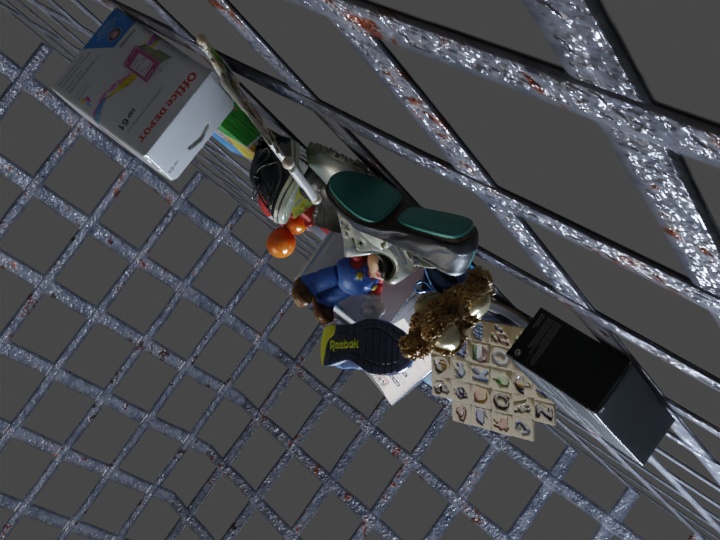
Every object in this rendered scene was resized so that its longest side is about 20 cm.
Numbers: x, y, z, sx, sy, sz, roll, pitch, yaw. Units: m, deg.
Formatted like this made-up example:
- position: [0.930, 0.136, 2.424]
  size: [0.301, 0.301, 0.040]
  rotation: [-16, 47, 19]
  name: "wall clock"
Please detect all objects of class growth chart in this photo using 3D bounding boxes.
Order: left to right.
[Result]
- position: [-0.113, -0.167, 1.122]
  size: [0.201, 0.018, 0.145]
  rotation: [55, -178, 12]
  name: "growth chart"

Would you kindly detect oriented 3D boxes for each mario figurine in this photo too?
- position: [0.005, 0.010, 1.320]
  size: [0.107, 0.199, 0.123]
  rotation: [63, -156, 9]
  name: "mario figurine"

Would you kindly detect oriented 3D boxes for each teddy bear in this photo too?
- position: [0.101, 0.052, 1.175]
  size: [0.067, 0.145, 0.200]
  rotation: [38, -169, -1]
  name: "teddy bear"

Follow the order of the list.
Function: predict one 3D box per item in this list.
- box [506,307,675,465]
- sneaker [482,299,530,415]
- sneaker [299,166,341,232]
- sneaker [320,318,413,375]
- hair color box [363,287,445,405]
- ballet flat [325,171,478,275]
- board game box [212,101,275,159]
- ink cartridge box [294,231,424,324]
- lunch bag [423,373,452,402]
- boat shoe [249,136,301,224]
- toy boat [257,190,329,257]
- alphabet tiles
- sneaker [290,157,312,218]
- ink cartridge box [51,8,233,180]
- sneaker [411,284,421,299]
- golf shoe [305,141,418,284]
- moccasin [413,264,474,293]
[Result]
- position: [0.286, 0.145, 1.207]
  size: [0.141, 0.079, 0.200]
  rotation: [37, 177, 41]
  name: "box"
- position: [0.218, 0.129, 1.382]
  size: [0.199, 0.109, 0.070]
  rotation: [38, 175, -15]
  name: "sneaker"
- position: [-0.016, -0.083, 1.275]
  size: [0.090, 0.076, 0.200]
  rotation: [29, 176, 16]
  name: "sneaker"
- position: [0.023, 0.106, 1.346]
  size: [0.082, 0.075, 0.199]
  rotation: [12, 175, -32]
  name: "sneaker"
- position: [0.084, 0.107, 1.482]
  size: [0.100, 0.200, 0.060]
  rotation: [50, -138, 9]
  name: "hair color box"
- position: [0.041, -0.045, 1.056]
  size: [0.199, 0.073, 0.073]
  rotation: [25, 170, 34]
  name: "ballet flat"
- position: [-0.208, -0.227, 1.462]
  size: [0.153, 0.040, 0.200]
  rotation: [39, 175, -26]
  name: "board game box"
- position: [0.000, 0.000, 1.509]
  size: [0.146, 0.147, 0.200]
  rotation: [36, 175, -5]
  name: "ink cartridge box"
- position: [0.174, 0.116, 1.530]
  size: [0.169, 0.127, 0.201]
  rotation: [35, 150, 20]
  name: "lunch bag"
- position: [-0.110, -0.119, 1.249]
  size: [0.062, 0.075, 0.201]
  rotation: [13, -152, -12]
  name: "boat shoe"
- position: [-0.115, -0.081, 1.685]
  size: [0.130, 0.131, 0.200]
  rotation: [39, 175, -34]
  name: "toy boat"
- position: [0.182, 0.148, 1.371]
  size: [0.198, 0.168, 0.006]
  rotation: [10, -156, 36]
  name: "alphabet tiles"
- position: [-0.112, -0.123, 1.484]
  size: [0.078, 0.091, 0.200]
  rotation: [36, 178, -16]
  name: "sneaker"
- position: [-0.288, -0.235, 1.310]
  size: [0.199, 0.145, 0.085]
  rotation: [35, 175, 24]
  name: "ink cartridge box"
- position: [0.112, 0.052, 1.665]
  size: [0.082, 0.074, 0.200]
  rotation: [32, 174, 16]
  name: "sneaker"
- position: [0.001, -0.064, 1.150]
  size: [0.200, 0.097, 0.078]
  rotation: [40, 177, -16]
  name: "golf shoe"
- position: [0.119, 0.022, 1.305]
  size: [0.080, 0.068, 0.200]
  rotation: [35, 174, 20]
  name: "moccasin"
